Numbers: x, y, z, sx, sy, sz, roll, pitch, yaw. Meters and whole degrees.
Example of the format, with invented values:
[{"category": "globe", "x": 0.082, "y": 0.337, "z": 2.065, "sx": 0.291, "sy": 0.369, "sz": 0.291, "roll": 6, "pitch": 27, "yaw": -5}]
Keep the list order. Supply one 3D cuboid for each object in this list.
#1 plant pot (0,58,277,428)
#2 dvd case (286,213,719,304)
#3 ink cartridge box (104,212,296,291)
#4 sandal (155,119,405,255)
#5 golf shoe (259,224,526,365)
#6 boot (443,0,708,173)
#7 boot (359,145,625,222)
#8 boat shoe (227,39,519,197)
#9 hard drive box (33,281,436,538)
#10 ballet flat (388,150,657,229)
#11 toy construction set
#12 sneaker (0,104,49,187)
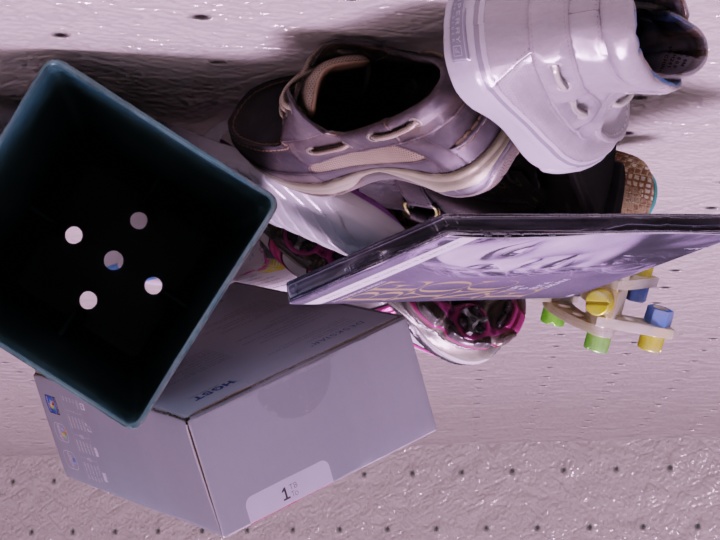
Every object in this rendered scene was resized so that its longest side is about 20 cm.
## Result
[{"category": "plant pot", "x": -0.140, "y": -0.010, "z": 1.340, "sx": 0.141, "sy": 0.141, "sz": 0.200, "roll": 32, "pitch": 177, "yaw": 0}, {"category": "dvd case", "x": 0.082, "y": -0.005, "z": 1.310, "sx": 0.200, "sy": 0.016, "sz": 0.149, "roll": 0, "pitch": 167, "yaw": -35}, {"category": "ink cartridge box", "x": -0.067, "y": -0.025, "z": 1.579, "sx": 0.200, "sy": 0.068, "sz": 0.115, "roll": 6, "pitch": 170, "yaw": -29}, {"category": "sandal", "x": -0.048, "y": -0.059, "z": 1.349, "sx": 0.202, "sy": 0.050, "sz": 0.082, "roll": 21, "pitch": 165, "yaw": 38}, {"category": "golf shoe", "x": 0.000, "y": 0.000, "z": 1.497, "sx": 0.200, "sy": 0.073, "sz": 0.092, "roll": 33, "pitch": 153, "yaw": -6}, {"category": "boot", "x": 0.116, "y": -0.090, "z": 1.123, "sx": 0.095, "sy": 0.074, "sz": 0.200, "roll": -3, "pitch": 173, "yaw": 22}, {"category": "boot", "x": 0.056, "y": -0.060, "z": 1.355, "sx": 0.174, "sy": 0.069, "sz": 0.200, "roll": 10, "pitch": 162, "yaw": 12}, {"category": "boat shoe", "x": -0.001, "y": -0.086, "z": 1.221, "sx": 0.200, "sy": 0.075, "sz": 0.073, "roll": 2, "pitch": 147, "yaw": 47}, {"category": "hard drive box", "x": -0.079, "y": 0.077, "z": 1.453, "sx": 0.156, "sy": 0.077, "sz": 0.200, "roll": -24, "pitch": -162, "yaw": -28}, {"category": "ballet flat", "x": 0.088, "y": -0.040, "z": 1.479, "sx": 0.065, "sy": 0.071, "sz": 0.200, "roll": 20, "pitch": 159, "yaw": -40}, {"category": "toy construction set", "x": 0.117, "y": 0.003, "z": 1.663, "sx": 0.131, "sy": 0.092, "sz": 0.200, "roll": 26, "pitch": -178, "yaw": 42}, {"category": "sneaker", "x": -0.274, "y": -0.074, "z": 1.356, "sx": 0.200, "sy": 0.074, "sz": 0.118, "roll": -17, "pitch": -138, "yaw": -39}]
